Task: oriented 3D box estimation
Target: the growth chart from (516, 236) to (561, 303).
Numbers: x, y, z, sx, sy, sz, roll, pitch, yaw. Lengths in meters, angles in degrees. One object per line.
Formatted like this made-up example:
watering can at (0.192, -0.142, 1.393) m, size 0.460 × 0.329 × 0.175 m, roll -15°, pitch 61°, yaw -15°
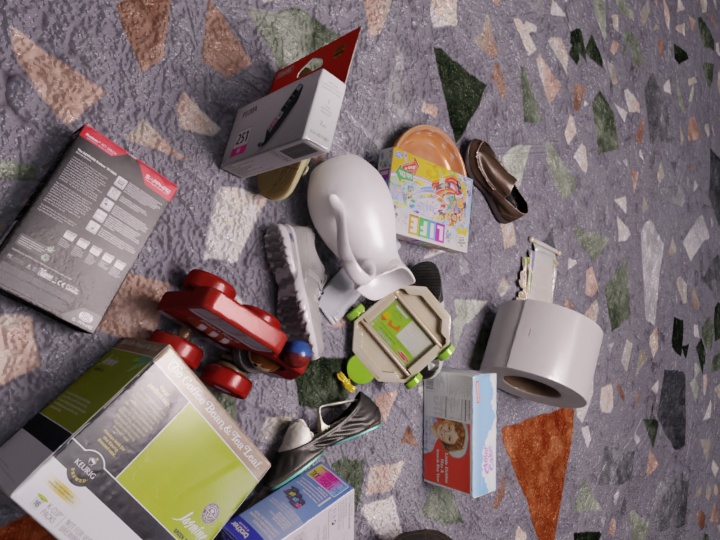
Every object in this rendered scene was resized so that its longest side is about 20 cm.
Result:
growth chart at (0.386, 0.026, 1.286) m, size 0.145 × 0.018 × 0.200 m, roll 25°, pitch 72°, yaw -37°

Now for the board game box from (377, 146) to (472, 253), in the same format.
board game box at (0.108, -0.111, 0.987) m, size 0.200 × 0.034 × 0.135 m, roll 12°, pitch 81°, yaw -40°

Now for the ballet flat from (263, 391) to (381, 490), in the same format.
ballet flat at (-0.062, 0.236, 0.852) m, size 0.200 × 0.068 × 0.068 m, roll -24°, pitch 86°, yaw -30°

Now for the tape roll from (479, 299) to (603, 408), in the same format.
tape roll at (0.342, 0.159, 1.121) m, size 0.203 × 0.203 × 0.139 m, roll 37°, pitch 66°, yaw -34°

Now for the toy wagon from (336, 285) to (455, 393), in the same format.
toy wagon at (0.046, 0.112, 0.934) m, size 0.200 × 0.040 × 0.155 m, roll -40°, pitch 91°, yaw -4°

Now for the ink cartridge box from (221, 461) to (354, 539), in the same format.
ink cartridge box at (-0.103, 0.369, 0.782) m, size 0.200 × 0.076 × 0.137 m, roll -22°, pitch 123°, yaw -41°

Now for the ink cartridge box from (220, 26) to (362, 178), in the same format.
ink cartridge box at (-0.093, -0.216, 0.752) m, size 0.044 × 0.200 × 0.174 m, roll 23°, pitch 73°, yaw -37°

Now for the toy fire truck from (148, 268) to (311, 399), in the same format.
toy fire truck at (-0.146, 0.083, 0.716) m, size 0.200 × 0.168 × 0.112 m, roll 41°, pitch 64°, yaw -33°

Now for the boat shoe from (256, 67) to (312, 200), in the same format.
boat shoe at (-0.094, -0.188, 0.842) m, size 0.063 × 0.073 × 0.201 m, roll 45°, pitch 50°, yaw -66°

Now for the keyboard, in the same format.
keyboard at (0.000, 0.000, 0.955) m, size 0.056 × 0.011 × 0.200 m, roll 54°, pitch 56°, yaw -20°

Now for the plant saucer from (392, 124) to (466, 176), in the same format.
plant saucer at (0.114, -0.153, 1.040) m, size 0.200 × 0.037 × 0.201 m, roll 2°, pitch 86°, yaw -41°

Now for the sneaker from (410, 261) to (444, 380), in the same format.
sneaker at (0.113, 0.087, 1.017) m, size 0.088 × 0.074 × 0.200 m, roll 24°, pitch 67°, yaw -66°

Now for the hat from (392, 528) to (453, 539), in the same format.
hat at (0.071, 0.507, 0.953) m, size 0.200 × 0.081 × 0.201 m, roll 6°, pitch 79°, yaw -34°

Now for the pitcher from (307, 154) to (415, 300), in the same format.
pitcher at (-0.010, -0.065, 0.832) m, size 0.200 × 0.121 × 0.172 m, roll 68°, pitch 15°, yaw 13°

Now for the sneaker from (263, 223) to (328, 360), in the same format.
sneaker at (-0.073, 0.028, 0.842) m, size 0.082 × 0.075 × 0.200 m, roll -13°, pitch 97°, yaw -39°

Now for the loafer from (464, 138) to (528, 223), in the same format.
loafer at (0.275, -0.179, 1.159) m, size 0.200 × 0.071 × 0.073 m, roll 49°, pitch 59°, yaw -29°

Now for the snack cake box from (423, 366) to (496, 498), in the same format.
snack cake box at (0.172, 0.274, 1.024) m, size 0.067 × 0.115 × 0.200 m, roll 3°, pitch 87°, yaw -41°

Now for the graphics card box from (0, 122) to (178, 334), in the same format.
graphics card box at (-0.308, -0.044, 0.657) m, size 0.125 × 0.051 × 0.200 m, roll 37°, pitch 64°, yaw -35°

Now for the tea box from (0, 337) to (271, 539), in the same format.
tea box at (-0.245, 0.213, 0.647) m, size 0.197 × 0.134 × 0.200 m, roll -46°, pitch 118°, yaw -31°
